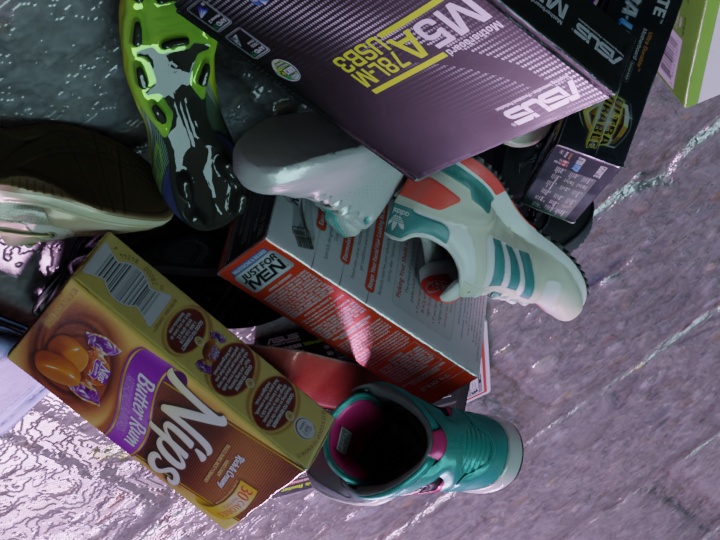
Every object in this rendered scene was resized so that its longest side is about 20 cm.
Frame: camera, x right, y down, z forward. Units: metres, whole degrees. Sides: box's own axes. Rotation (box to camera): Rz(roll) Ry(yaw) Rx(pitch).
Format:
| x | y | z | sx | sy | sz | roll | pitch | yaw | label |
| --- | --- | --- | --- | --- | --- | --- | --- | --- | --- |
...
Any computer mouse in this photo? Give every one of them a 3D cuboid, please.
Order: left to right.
| x | y | z | sx | sy | sz | roll | pitch | yaw | label |
| --- | --- | --- | --- | --- | --- | --- | --- | --- | --- |
| -0.136 | -0.003 | 1.109 | 0.199 | 0.053 | 0.139 | 7 | 144 | -32 | computer mouse |

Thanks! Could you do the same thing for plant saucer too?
| x | y | z | sx | sy | sz | roll | pitch | yaw | label |
| --- | --- | --- | --- | --- | --- | --- | --- | --- | --- |
| -0.094 | 0.077 | 1.117 | 0.198 | 0.037 | 0.200 | 5 | 172 | 24 | plant saucer |

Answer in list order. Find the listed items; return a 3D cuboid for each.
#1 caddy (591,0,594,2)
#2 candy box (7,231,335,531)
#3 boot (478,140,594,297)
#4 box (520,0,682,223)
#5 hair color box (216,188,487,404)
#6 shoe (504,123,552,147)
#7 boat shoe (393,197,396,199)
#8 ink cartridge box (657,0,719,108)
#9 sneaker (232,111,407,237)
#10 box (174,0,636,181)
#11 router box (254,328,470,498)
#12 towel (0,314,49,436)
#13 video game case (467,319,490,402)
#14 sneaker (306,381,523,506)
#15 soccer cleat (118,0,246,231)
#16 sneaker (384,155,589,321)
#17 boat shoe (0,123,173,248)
| x | y | z | sx | sy | sz | roll | pitch | yaw | label |
| --- | --- | --- | --- | --- | --- | --- | --- | --- | --- |
| 0.073 | -0.186 | 0.967 | 0.200 | 0.105 | 0.141 | -37 | 148 | 11 | caddy |
| -0.129 | 0.079 | 1.003 | 0.117 | 0.200 | 0.057 | -42 | -167 | 45 | candy box |
| 0.144 | -0.099 | 1.180 | 0.165 | 0.065 | 0.201 | -47 | 144 | -44 | boot |
| 0.165 | -0.128 | 0.994 | 0.200 | 0.046 | 0.160 | 92 | 19 | -82 | box |
| 0.000 | 0.000 | 1.081 | 0.200 | 0.111 | 0.064 | 35 | 134 | -25 | hair color box |
| 0.083 | -0.133 | 0.904 | 0.070 | 0.054 | 0.200 | -25 | 142 | 4 | shoe |
| 0.046 | -0.057 | 1.158 | 0.072 | 0.066 | 0.202 | -40 | 143 | -32 | boat shoe |
| 0.322 | -0.229 | 1.135 | 0.199 | 0.076 | 0.148 | -22 | 146 | -13 | ink cartridge box |
| -0.014 | -0.061 | 0.999 | 0.200 | 0.075 | 0.089 | -22 | 128 | -53 | sneaker |
| 0.019 | -0.139 | 0.834 | 0.193 | 0.048 | 0.200 | 36 | 153 | -21 | box |
| 0.001 | 0.113 | 1.335 | 0.199 | 0.062 | 0.150 | -12 | 133 | -20 | router box |
| -0.308 | 0.064 | 1.066 | 0.112 | 0.049 | 0.200 | -39 | 147 | 14 | towel |
| 0.034 | 0.119 | 1.437 | 0.199 | 0.017 | 0.143 | -24 | 147 | -9 | video game case |
| 0.006 | 0.133 | 1.082 | 0.199 | 0.084 | 0.120 | -13 | 157 | 41 | sneaker |
| -0.122 | -0.118 | 0.948 | 0.064 | 0.084 | 0.201 | -22 | 126 | -17 | soccer cleat |
| 0.088 | -0.006 | 1.083 | 0.094 | 0.070 | 0.200 | -53 | 129 | -9 | sneaker |
| -0.218 | -0.051 | 0.964 | 0.199 | 0.072 | 0.065 | 6 | 141 | -37 | boat shoe |
